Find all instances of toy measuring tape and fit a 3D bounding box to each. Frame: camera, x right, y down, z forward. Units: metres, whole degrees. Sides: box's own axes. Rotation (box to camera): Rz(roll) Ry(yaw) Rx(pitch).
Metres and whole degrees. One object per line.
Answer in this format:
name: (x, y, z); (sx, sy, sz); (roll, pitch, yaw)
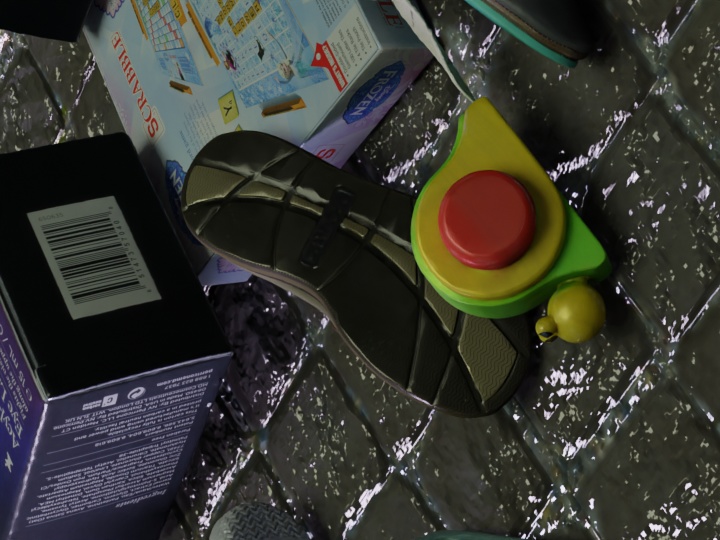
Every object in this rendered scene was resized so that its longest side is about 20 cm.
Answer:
toy measuring tape: (0.035, -0.044, 0.891); (0.201, 0.073, 0.074); (54, 131, 18)

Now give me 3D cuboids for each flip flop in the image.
flip flop: (0.000, 0.000, 0.959); (0.199, 0.058, 0.081); (29, 83, 27)

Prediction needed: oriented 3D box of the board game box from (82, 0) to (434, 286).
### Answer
board game box: (-0.063, -0.130, 1.046); (0.200, 0.041, 0.201); (-47, 58, 42)

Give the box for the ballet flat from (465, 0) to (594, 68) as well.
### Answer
ballet flat: (0.033, -0.162, 0.899); (0.199, 0.073, 0.074); (35, 119, 31)

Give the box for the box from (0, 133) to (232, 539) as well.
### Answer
box: (-0.160, 0.050, 1.086); (0.149, 0.104, 0.201); (61, 148, 27)

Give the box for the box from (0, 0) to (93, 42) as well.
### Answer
box: (-0.200, -0.243, 1.120); (0.149, 0.104, 0.200); (-64, 35, 25)

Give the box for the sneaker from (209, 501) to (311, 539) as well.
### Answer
sneaker: (-0.056, 0.225, 1.036); (0.115, 0.075, 0.202); (-28, 74, 45)

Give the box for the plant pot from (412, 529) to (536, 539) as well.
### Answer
plant pot: (0.045, 0.237, 0.838); (0.195, 0.195, 0.202); (0, 103, 50)
